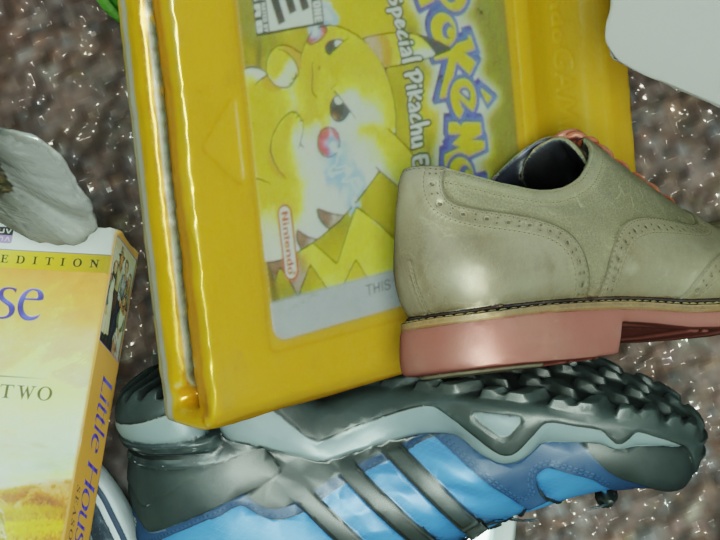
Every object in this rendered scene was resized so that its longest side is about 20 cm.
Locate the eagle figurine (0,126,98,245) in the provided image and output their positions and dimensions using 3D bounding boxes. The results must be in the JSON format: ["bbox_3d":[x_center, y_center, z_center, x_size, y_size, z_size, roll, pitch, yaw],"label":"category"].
[{"bbox_3d":[-0.182,-0.083,0.822,0.152,0.151,0.200,-14,72,22],"label":"eagle figurine"}]

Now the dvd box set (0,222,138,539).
[{"bbox_3d":[-0.161,0.078,0.856,0.146,0.029,0.200,4,69,13],"label":"dvd box set"}]

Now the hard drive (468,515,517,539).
[{"bbox_3d":[0.000,0.000,0.906,0.132,0.027,0.200,7,89,0],"label":"hard drive"}]

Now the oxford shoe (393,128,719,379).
[{"bbox_3d":[0.089,-0.012,0.835,0.070,0.200,0.075,-10,89,42],"label":"oxford shoe"}]

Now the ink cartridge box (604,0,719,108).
[{"bbox_3d":[0.166,-0.157,0.802,0.086,0.148,0.200,25,54,20],"label":"ink cartridge box"}]

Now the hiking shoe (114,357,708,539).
[{"bbox_3d":[0.017,0.072,0.864,0.200,0.074,0.087,0,104,5],"label":"hiking shoe"}]

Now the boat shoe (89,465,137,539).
[{"bbox_3d":[-0.112,0.159,0.865,0.071,0.091,0.200,-3,89,13],"label":"boat shoe"}]

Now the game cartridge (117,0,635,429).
[{"bbox_3d":[0.013,-0.055,0.826,0.200,0.032,0.176,-14,103,-38],"label":"game cartridge"}]

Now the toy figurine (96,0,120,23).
[{"bbox_3d":[-0.103,-0.190,0.840,0.184,0.200,0.150,44,122,22],"label":"toy figurine"}]
